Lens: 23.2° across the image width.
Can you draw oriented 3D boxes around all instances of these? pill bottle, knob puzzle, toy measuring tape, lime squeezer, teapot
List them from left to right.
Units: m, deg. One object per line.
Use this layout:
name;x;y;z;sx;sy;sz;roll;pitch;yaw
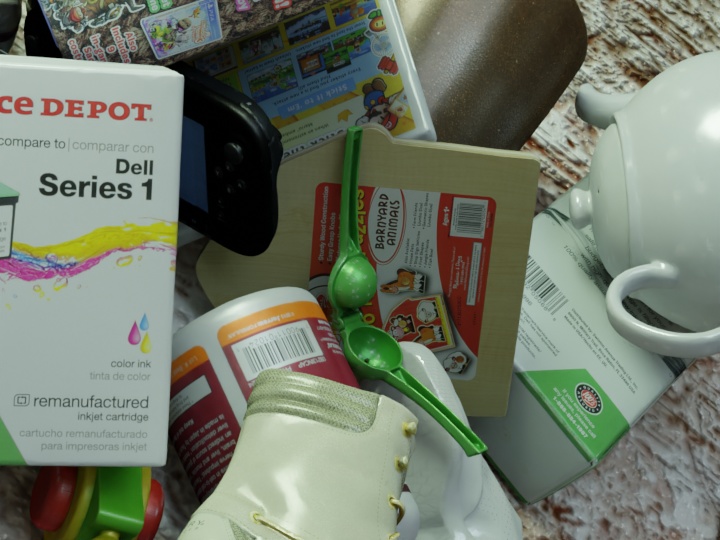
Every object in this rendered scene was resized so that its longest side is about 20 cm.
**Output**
toy measuring tape;-0.150;0.105;0.985;0.073;0.074;0.200;18;32;-22
pill bottle;-0.036;0.120;0.999;0.113;0.113;0.201;-14;71;-37
knob puzzle;0.000;0.000;1.067;0.219;0.220;0.031;31;24;-12
lime squeezer;0.008;0.021;1.021;0.038;0.071;0.201;-19;87;-30
teapot;0.207;-0.042;1.119;0.145;0.200;0.199;-6;85;3

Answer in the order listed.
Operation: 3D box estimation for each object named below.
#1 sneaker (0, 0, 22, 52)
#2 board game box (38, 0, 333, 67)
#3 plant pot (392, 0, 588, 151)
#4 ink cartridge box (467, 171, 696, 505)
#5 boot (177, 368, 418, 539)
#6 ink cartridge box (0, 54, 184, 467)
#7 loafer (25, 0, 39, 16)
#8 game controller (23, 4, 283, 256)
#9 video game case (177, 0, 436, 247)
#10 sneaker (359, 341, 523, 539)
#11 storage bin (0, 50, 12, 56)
sneaker;-0.248;-0.220;1.086;0.075;0.090;0.201;-7;67;-35
board game box;-0.097;-0.210;0.983;0.199;0.097;0.160;-22;45;-5
plant pot;0.026;-0.103;1.147;0.186;0.187;0.201;33;64;-10
ink cartridge box;0.142;0.038;1.180;0.147;0.083;0.200;51;49;4
boot;0.011;0.146;0.885;0.199;0.072;0.155;29;46;-6
ink cartridge box;-0.168;-0.008;0.887;0.144;0.084;0.201;2;96;-14
loafer;-0.125;-0.191;1.087;0.076;0.200;0.068;54;4;27
game controller;-0.124;-0.084;1.027;0.199;0.105;0.042;29;39;30
video game case;-0.068;-0.123;1.094;0.023;0.199;0.183;46;25;-63
sneaker;0.059;0.138;1.077;0.088;0.075;0.201;-15;88;-54
storage bin;-0.221;-0.040;0.973;0.199;0.145;0.135;27;61;-16
